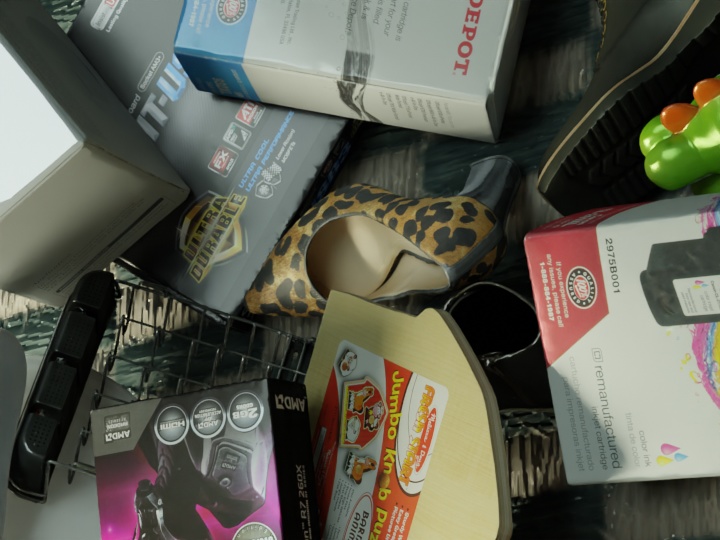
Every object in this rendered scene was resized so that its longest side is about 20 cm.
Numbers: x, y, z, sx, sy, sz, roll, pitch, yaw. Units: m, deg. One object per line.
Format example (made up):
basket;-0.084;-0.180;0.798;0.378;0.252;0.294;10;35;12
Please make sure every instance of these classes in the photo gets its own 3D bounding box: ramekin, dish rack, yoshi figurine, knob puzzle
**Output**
ramekin;-0.212;0.162;1.704;0.202;0.094;0.202;3;59;-5
dish rack;-0.105;0.088;1.677;0.200;0.055;0.153;17;60;1
yoshi figurine;0.258;-0.080;1.515;0.200;0.112;0.112;-18;101;16
knob puzzle;0.027;0.119;1.538;0.220;0.030;0.220;-18;67;49

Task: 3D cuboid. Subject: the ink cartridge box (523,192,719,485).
ink cartridge box;0.202;0.032;1.462;0.200;0.083;0.146;-8;95;36

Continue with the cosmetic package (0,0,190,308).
cosmetic package;-0.234;-0.097;1.669;0.123;0.200;0.199;-41;75;5

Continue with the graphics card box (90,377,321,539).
graphics card box;-0.084;0.168;1.563;0.125;0.051;0.200;-11;77;27

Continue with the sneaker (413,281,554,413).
sneaker;0.052;0.042;1.595;0.200;0.106;0.075;-6;68;36

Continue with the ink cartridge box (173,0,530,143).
ink cartridge box;0.002;-0.172;1.688;0.200;0.084;0.145;11;76;11

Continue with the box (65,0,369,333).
box;-0.112;-0.092;1.767;0.198;0.050;0.200;31;91;14

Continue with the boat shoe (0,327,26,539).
boat shoe;-0.252;0.130;1.627;0.065;0.074;0.200;0;68;42

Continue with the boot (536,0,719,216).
boot;0.154;-0.133;1.622;0.200;0.077;0.138;-45;45;-3

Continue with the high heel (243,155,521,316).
high heel;0.000;0.000;1.635;0.200;0.071;0.143;-26;16;21
